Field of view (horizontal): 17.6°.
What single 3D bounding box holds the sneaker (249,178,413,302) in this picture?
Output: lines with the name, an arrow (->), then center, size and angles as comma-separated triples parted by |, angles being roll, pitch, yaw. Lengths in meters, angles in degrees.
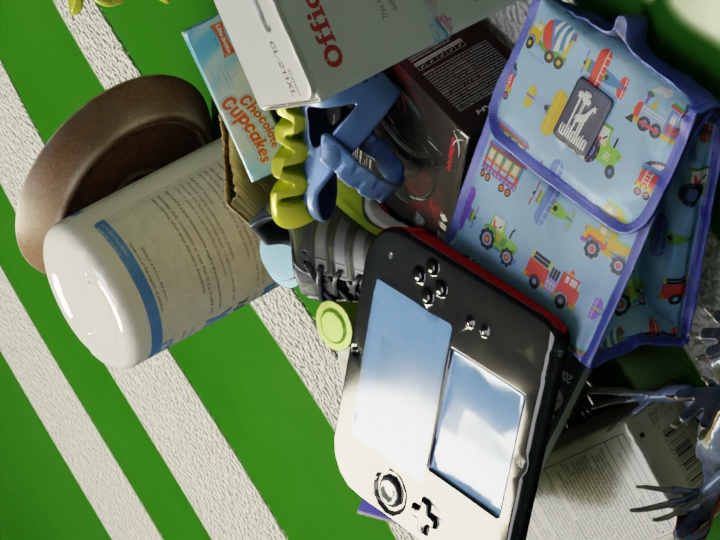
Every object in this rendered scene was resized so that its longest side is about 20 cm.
sneaker -> 0.000, 0.000, 1.614 | 0.200, 0.081, 0.074 | 43, 165, 39

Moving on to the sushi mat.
sushi mat -> -0.064, -0.058, 1.751 | 0.200, 0.012, 0.096 | 45, -145, -63

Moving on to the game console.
game console -> 0.054, 0.086, 1.506 | 0.177, 0.031, 0.200 | 36, 126, 44

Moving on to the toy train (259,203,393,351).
toy train -> 0.017, 0.031, 1.710 | 0.200, 0.116, 0.085 | 57, 136, 9

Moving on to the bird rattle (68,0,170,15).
bird rattle -> -0.180, -0.305, 1.818 | 0.163, 0.113, 0.201 | 2, 105, 48

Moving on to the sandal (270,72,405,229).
sandal -> -0.013, -0.120, 1.526 | 0.087, 0.080, 0.200 | 6, 120, 14

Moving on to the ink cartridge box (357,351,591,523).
ink cartridge box -> 0.077, 0.085, 1.599 | 0.043, 0.200, 0.198 | 33, 166, -27

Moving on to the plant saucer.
plant saucer -> -0.193, -0.068, 1.915 | 0.034, 0.200, 0.201 | 41, 148, 31

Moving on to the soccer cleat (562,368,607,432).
soccer cleat -> 0.149, 0.147, 1.675 | 0.068, 0.073, 0.200 | 14, 114, 25

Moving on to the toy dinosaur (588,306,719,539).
toy dinosaur -> 0.228, 0.112, 1.414 | 0.200, 0.105, 0.182 | -3, 147, 21

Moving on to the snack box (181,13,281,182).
snack box -> -0.074, -0.136, 1.694 | 0.116, 0.037, 0.200 | 65, -170, -7

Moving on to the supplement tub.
supplement tub -> -0.141, -0.019, 1.870 | 0.132, 0.200, 0.132 | 43, 149, 34

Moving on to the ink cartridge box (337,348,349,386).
ink cartridge box -> 0.036, 0.105, 1.819 | 0.109, 0.050, 0.200 | 43, 156, 33

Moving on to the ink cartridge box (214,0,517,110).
ink cartridge box -> 0.005, -0.204, 1.418 | 0.083, 0.200, 0.146 | 0, 115, 61

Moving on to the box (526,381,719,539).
box -> 0.143, 0.161, 1.585 | 0.200, 0.078, 0.095 | -27, 91, 38

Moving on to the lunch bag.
lunch bag -> 0.150, -0.067, 1.442 | 0.151, 0.094, 0.200 | 41, 130, 39

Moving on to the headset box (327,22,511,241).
headset box -> 0.031, -0.124, 1.595 | 0.200, 0.075, 0.149 | 48, 153, 25
